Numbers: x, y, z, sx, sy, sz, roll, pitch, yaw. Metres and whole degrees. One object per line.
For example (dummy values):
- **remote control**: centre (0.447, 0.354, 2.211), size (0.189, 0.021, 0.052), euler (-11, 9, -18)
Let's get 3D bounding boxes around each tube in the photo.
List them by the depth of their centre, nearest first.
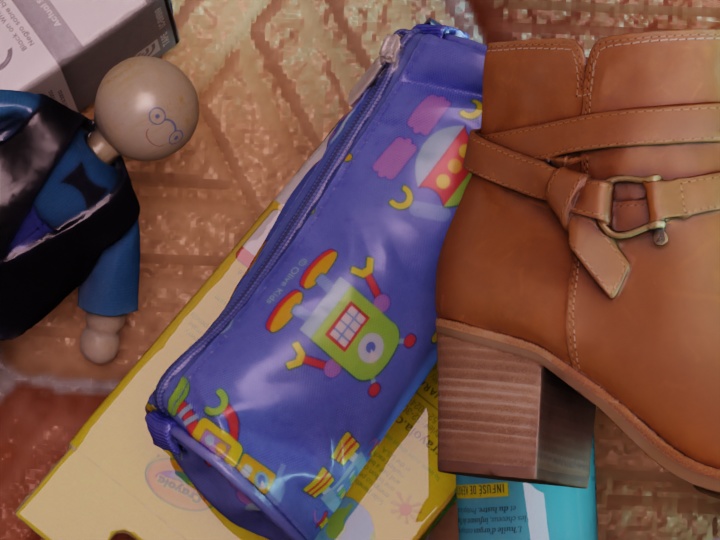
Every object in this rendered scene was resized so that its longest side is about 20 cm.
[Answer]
- **tube**: centre (0.062, 0.144, 0.923), size (0.050, 0.077, 0.200), euler (0, 84, -27)

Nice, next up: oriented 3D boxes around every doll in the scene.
- **doll**: centre (-0.139, -0.005, 0.972), size (0.200, 0.048, 0.136), euler (-44, 119, 1)

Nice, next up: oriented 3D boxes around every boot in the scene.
- **boot**: centre (0.118, -0.002, 0.846), size (0.200, 0.074, 0.155), euler (5, 85, 20)

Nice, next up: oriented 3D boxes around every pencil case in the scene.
- **pencil case**: centre (0.000, 0.000, 0.926), size (0.087, 0.078, 0.200), euler (38, 79, -22)

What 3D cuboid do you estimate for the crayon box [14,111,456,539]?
- **crayon box**: centre (-0.020, 0.056, 0.981), size (0.127, 0.051, 0.200), euler (39, 80, 8)

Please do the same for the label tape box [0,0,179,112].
- **label tape box**: centre (-0.193, -0.098, 1.011), size (0.200, 0.063, 0.144), euler (-36, 79, -7)

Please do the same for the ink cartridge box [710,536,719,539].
- **ink cartridge box**: centre (0.121, 0.199, 0.796), size (0.145, 0.084, 0.200), euler (48, 44, -16)
